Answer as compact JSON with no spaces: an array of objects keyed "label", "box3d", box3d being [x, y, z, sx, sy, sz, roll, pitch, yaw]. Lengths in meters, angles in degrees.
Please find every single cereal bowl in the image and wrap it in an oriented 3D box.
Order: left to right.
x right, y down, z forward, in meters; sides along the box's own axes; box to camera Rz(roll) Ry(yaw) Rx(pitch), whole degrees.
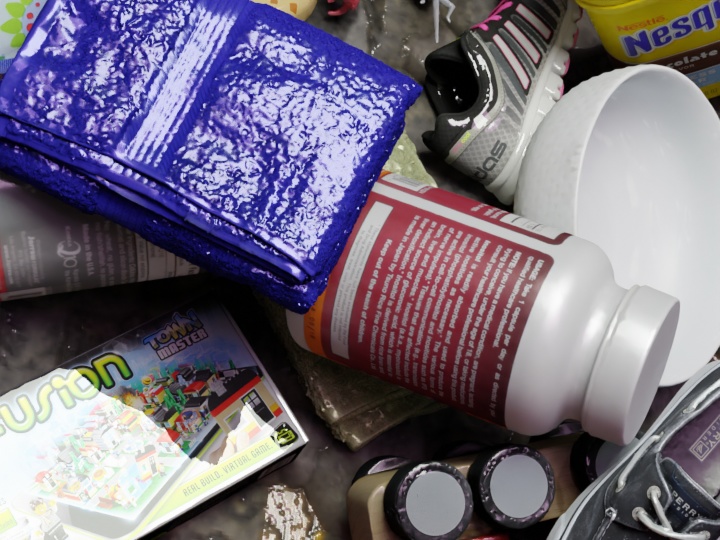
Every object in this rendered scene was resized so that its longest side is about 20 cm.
[{"label":"cereal bowl","box3d":[0.159,-0.027,1.028,0.199,0.083,0.201,3,86,-49]}]

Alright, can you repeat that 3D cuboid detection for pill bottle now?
[{"label":"pill bottle","box3d":[-0.129,-0.051,0.923,0.199,0.114,0.115,-9,68,-11]},{"label":"pill bottle","box3d":[0.068,0.023,0.902,0.199,0.113,0.113,20,58,19]}]

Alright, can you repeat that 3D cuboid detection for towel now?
[{"label":"towel","box3d":[-0.083,-0.082,0.851,0.199,0.050,0.148,26,77,-2]},{"label":"towel","box3d":[0.000,0.000,1.010,0.148,0.037,0.201,-22,76,-26]}]

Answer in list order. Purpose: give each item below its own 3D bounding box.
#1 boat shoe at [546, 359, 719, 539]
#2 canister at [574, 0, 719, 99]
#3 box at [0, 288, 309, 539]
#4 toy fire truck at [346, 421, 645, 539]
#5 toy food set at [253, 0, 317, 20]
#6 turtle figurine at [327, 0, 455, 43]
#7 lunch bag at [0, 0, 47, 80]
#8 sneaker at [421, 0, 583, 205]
[{"label":"boat shoe","box3d":[0.165,0.125,0.861,0.072,0.068,0.200,43,77,1]},{"label":"canister","box3d":[0.217,-0.187,1.058,0.148,0.200,0.087,-18,68,14]},{"label":"box","box3d":[-0.140,0.101,0.912,0.199,0.035,0.110,-28,77,-28]},{"label":"toy fire truck","box3d":[0.098,0.196,0.919,0.175,0.129,0.201,-9,89,-17]},{"label":"toy food set","box3d":[-0.134,-0.225,1.061,0.197,0.049,0.201,-12,71,-24]},{"label":"turtle figurine","box3d":[0.010,-0.254,1.081,0.100,0.150,0.201,-7,57,-7]},{"label":"lunch bag","box3d":[-0.173,-0.186,0.937,0.199,0.127,0.171,-12,84,8]},{"label":"sneaker","box3d":[0.090,-0.146,1.088,0.087,0.074,0.201,21,65,-16]}]
